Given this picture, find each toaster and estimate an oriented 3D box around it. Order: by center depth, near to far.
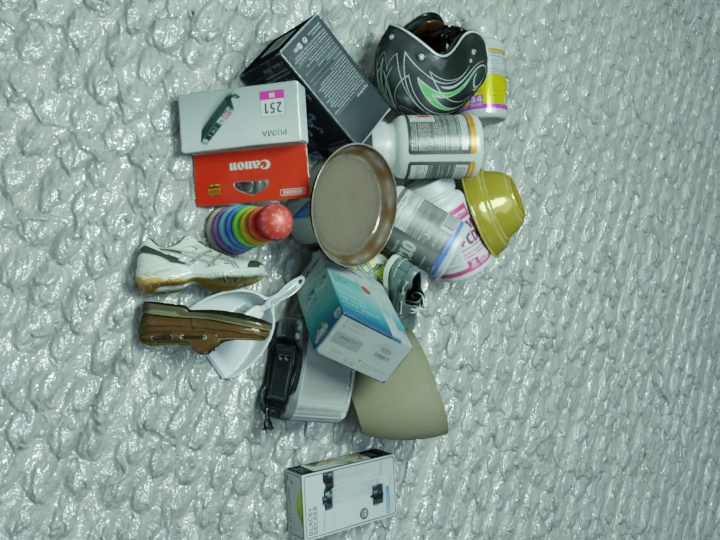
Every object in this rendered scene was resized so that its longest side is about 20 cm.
[{"bbox_3d":[-0.087,0.181,1.173,0.129,0.113,0.201,16,78,-36],"label":"toaster"}]

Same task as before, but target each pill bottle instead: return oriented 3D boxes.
[{"bbox_3d":[0.114,-0.224,1.256,0.199,0.116,0.117,-1,89,-6],"label":"pill bottle"},{"bbox_3d":[0.086,-0.082,1.257,0.199,0.114,0.114,31,69,3],"label":"pill bottle"},{"bbox_3d":[0.169,-0.088,1.357,0.113,0.113,0.201,-37,109,-30],"label":"pill bottle"},{"bbox_3d":[0.247,-0.406,1.427,0.104,0.104,0.201,-3,90,-35],"label":"pill bottle"}]

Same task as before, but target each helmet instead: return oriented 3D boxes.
[{"bbox_3d":[0.121,-0.374,1.287,0.190,0.200,0.201,-30,106,-16],"label":"helmet"}]

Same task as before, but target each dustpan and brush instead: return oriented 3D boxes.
[{"bbox_3d":[-0.175,0.069,1.145,0.200,0.057,0.140,-41,111,-29],"label":"dustpan and brush"}]

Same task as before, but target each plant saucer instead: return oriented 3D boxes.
[{"bbox_3d":[-0.015,-0.107,1.134,0.200,0.032,0.201,-12,106,-44],"label":"plant saucer"}]

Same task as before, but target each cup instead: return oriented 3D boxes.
[{"bbox_3d":[0.053,0.220,1.240,0.143,0.200,0.201,-18,100,-7],"label":"cup"}]

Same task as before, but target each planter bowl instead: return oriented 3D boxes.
[{"bbox_3d":[0.277,-0.133,1.390,0.201,0.083,0.201,52,26,-39],"label":"planter bowl"}]

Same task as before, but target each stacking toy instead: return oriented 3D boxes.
[{"bbox_3d":[-0.163,-0.068,1.072,0.085,0.200,0.086,1,88,-35],"label":"stacking toy"}]

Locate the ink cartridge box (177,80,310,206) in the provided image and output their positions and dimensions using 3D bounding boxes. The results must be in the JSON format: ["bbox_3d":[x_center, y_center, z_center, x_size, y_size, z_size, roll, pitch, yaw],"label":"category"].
[{"bbox_3d":[-0.182,-0.195,1.084,0.044,0.199,0.175,-7,93,-79],"label":"ink cartridge box"}]

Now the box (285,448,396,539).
[{"bbox_3d":[-0.032,0.396,1.235,0.199,0.060,0.117,-1,89,-35],"label":"box"}]

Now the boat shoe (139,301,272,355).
[{"bbox_3d":[-0.237,0.094,1.067,0.199,0.072,0.068,9,89,-1],"label":"boat shoe"}]

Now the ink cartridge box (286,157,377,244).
[{"bbox_3d":[-0.045,-0.145,1.208,0.068,0.116,0.200,43,67,-27],"label":"ink cartridge box"}]

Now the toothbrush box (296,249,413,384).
[{"bbox_3d":[-0.016,0.073,1.151,0.146,0.200,0.085,29,108,-28],"label":"toothbrush box"}]

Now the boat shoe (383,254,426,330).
[{"bbox_3d":[0.087,0.057,1.281,0.073,0.062,0.201,-48,145,-31],"label":"boat shoe"}]

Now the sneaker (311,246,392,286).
[{"bbox_3d":[0.000,0.000,1.261,0.199,0.075,0.077,14,80,-32],"label":"sneaker"}]

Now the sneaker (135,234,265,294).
[{"bbox_3d":[-0.245,-0.017,1.076,0.199,0.076,0.088,0,67,-25],"label":"sneaker"}]

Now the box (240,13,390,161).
[{"bbox_3d":[-0.077,-0.301,1.171,0.200,0.148,0.107,47,65,-24],"label":"box"}]
